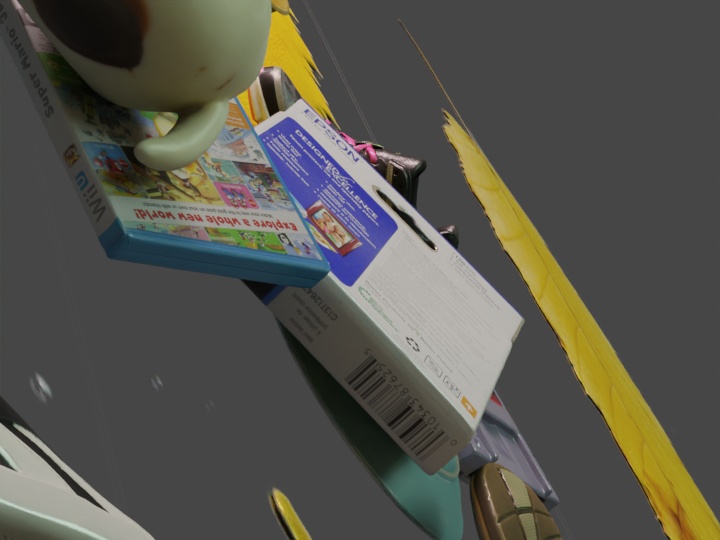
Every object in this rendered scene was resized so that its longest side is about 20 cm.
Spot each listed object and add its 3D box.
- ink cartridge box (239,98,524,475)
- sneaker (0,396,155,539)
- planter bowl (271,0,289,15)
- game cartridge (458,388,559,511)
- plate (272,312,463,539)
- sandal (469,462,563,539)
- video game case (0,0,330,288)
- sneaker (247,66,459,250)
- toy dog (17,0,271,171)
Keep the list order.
[{"bbox_3d":[0.000,0.000,0.957,0.198,0.047,0.200,45,17,-1],"label":"ink cartridge box"},{"bbox_3d":[-0.100,0.038,0.401,0.200,0.073,0.112,46,15,-39],"label":"sneaker"},{"bbox_3d":[-0.134,-0.216,1.041,0.201,0.083,0.200,53,10,-14],"label":"planter bowl"},{"bbox_3d":[0.073,0.097,1.177,0.130,0.038,0.200,65,13,25],"label":"game cartridge"},{"bbox_3d":[0.010,0.068,0.987,0.200,0.026,0.200,53,11,-15],"label":"plate"},{"bbox_3d":[0.078,0.188,0.865,0.080,0.054,0.201,37,35,-47],"label":"sandal"},{"bbox_3d":[-0.104,-0.080,0.819,0.143,0.018,0.200,10,44,-53],"label":"video game case"},{"bbox_3d":[-0.001,-0.068,1.189,0.200,0.087,0.074,55,10,-2],"label":"sneaker"},{"bbox_3d":[-0.128,-0.152,0.724,0.200,0.139,0.195,26,69,-53],"label":"toy dog"}]
